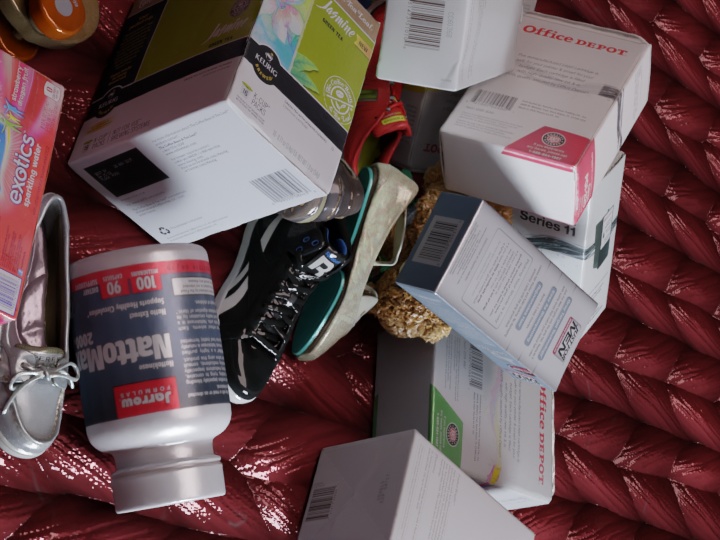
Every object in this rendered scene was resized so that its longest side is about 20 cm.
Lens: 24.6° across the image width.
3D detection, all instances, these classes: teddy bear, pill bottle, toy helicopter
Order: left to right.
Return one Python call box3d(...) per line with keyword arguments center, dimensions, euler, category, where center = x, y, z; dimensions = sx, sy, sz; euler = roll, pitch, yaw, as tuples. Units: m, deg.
box3d(center=(-0.277, -0.276, 1.345), dimensions=(0.201, 0.078, 0.132), euler=(59, 41, -14), category="toy helicopter")
box3d(center=(-0.166, 0.087, 1.323), dimensions=(0.119, 0.119, 0.202), euler=(-2, 79, -51), category="pill bottle")
box3d(center=(0.078, -0.025, 1.598), dimensions=(0.200, 0.067, 0.145), euler=(-37, 89, -35), category="teddy bear")

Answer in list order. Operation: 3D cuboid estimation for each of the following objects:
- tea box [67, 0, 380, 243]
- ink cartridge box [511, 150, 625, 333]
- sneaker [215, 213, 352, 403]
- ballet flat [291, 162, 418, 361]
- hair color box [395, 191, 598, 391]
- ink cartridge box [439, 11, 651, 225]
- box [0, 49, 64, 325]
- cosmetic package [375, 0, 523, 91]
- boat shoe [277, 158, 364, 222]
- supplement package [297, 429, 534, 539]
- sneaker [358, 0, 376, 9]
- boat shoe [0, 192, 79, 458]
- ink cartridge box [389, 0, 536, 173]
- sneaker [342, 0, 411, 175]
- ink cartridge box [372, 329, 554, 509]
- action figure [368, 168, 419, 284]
box3d(center=(-0.114, -0.151, 1.401), dimensions=(0.133, 0.199, 0.198), euler=(41, 50, -34), category="tea box")
box3d(center=(0.185, -0.044, 1.706), dimensions=(0.083, 0.146, 0.201), euler=(-43, 144, -44), category="ink cartridge box")
box3d(center=(-0.067, 0.017, 1.473), dimensions=(0.073, 0.111, 0.202), euler=(36, 52, -36), category="sneaker")
box3d(center=(0.000, 0.000, 1.531), dimensions=(0.062, 0.067, 0.202), euler=(20, 97, -22), category="ballet flat")
box3d(center=(0.131, 0.021, 1.548), dimensions=(0.200, 0.060, 0.100), euler=(38, 75, -38), category="hair color box")
box3d(center=(0.183, -0.153, 1.611), dimensions=(0.201, 0.145, 0.085), euler=(-56, 153, -35), category="ink cartridge box")
box3d(center=(-0.303, -0.062, 1.225), dimensions=(0.102, 0.094, 0.202), euler=(30, 56, -41), category="box")
box3d(center=(0.087, -0.232, 1.504), dimensions=(0.200, 0.080, 0.114), euler=(-30, 129, -68), category="cosmetic package")
box3d(center=(-0.056, -0.088, 1.479), dimensions=(0.073, 0.200, 0.075), euler=(12, 110, -27), category="boat shoe")
box3d(center=(0.053, 0.257, 1.535), dimensions=(0.200, 0.119, 0.122), euler=(43, 47, -33), category="supplement package")
box3d(center=(0.022, -0.274, 1.700), dimensions=(0.074, 0.082, 0.201), euler=(-52, 124, -46), category="sneaker")
box3d(center=(-0.254, 0.041, 1.275), dimensions=(0.074, 0.064, 0.204), euler=(17, 66, -46), category="boat shoe")
box3d(center=(0.088, -0.204, 1.694), dimensions=(0.144, 0.083, 0.202), euler=(3, 105, -50), category="ink cartridge box")
box3d(center=(0.023, -0.161, 1.599), dimensions=(0.076, 0.085, 0.202), euler=(3, 107, -39), category="sneaker")
box3d(center=(0.107, 0.149, 1.662), dimensions=(0.199, 0.087, 0.147), euler=(22, 62, -42), category="ink cartridge box")
box3d(center=(0.019, -0.017, 1.641), dimensions=(0.200, 0.054, 0.119), euler=(-36, 109, -45), category="action figure")
